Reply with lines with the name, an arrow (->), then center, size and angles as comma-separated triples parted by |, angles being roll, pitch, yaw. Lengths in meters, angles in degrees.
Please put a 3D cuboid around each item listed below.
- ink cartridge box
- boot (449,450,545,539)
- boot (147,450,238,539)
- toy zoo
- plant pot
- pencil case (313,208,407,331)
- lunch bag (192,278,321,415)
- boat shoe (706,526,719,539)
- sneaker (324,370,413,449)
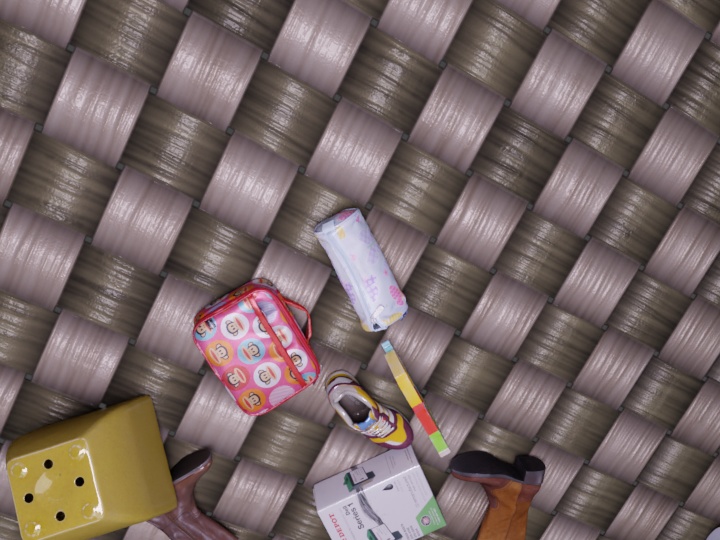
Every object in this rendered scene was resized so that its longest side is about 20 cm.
ink cartridge box -> 0.032, 0.425, 1.156 | 0.199, 0.084, 0.147 | -25, 108, -1
boot -> 0.243, 0.443, 1.218 | 0.187, 0.069, 0.201 | 3, 113, -17
boot -> -0.270, 0.427, 1.121 | 0.186, 0.064, 0.200 | -36, 105, 17
toy zoo -> 0.084, 0.201, 1.075 | 0.020, 0.131, 0.201 | -29, 109, 1
plant pot -> -0.416, 0.313, 0.964 | 0.195, 0.200, 0.195 | -17, 82, -4
pencil case -> 0.000, 0.000, 1.027 | 0.083, 0.091, 0.201 | -13, 111, 38
lunch bag -> -0.158, 0.119, 1.046 | 0.176, 0.082, 0.201 | -31, 110, -3
boat shoe -> 0.753, 0.615, 1.333 | 0.056, 0.069, 0.201 | 3, 111, -17
sneaker -> 0.018, 0.259, 1.103 | 0.200, 0.090, 0.075 | 39, 97, -16
